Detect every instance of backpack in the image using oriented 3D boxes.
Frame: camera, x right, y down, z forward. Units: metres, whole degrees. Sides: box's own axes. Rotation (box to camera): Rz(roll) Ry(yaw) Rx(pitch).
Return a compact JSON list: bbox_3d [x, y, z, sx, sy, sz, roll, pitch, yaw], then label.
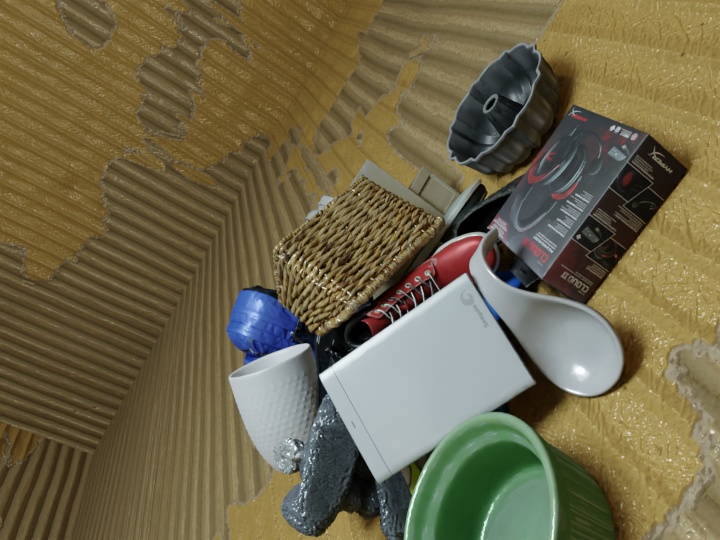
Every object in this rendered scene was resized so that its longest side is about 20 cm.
[{"bbox_3d":[-0.161,0.128,1.215,0.161,0.197,0.171,-12,53,60],"label":"backpack"}]

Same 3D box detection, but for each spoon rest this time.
[{"bbox_3d":[0.182,0.044,0.642,0.201,0.060,0.101,49,138,26],"label":"spoon rest"}]

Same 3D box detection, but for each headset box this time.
[{"bbox_3d":[0.244,-0.070,0.720,0.202,0.074,0.149,-56,25,15],"label":"headset box"}]

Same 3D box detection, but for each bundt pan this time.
[{"bbox_3d":[0.222,-0.232,0.944,0.202,0.075,0.205,-48,26,33],"label":"bundt pan"}]

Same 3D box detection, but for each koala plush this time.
[{"bbox_3d":[-0.022,0.252,0.823,0.200,0.173,0.189,135,144,-62],"label":"koala plush"}]

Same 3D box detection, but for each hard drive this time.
[{"bbox_3d":[0.067,0.115,0.668,0.198,0.134,0.027,-35,-13,10],"label":"hard drive"}]

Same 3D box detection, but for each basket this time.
[{"bbox_3d":[0.000,0.000,0.836,0.200,0.147,0.145,-42,-30,-34],"label":"basket"}]

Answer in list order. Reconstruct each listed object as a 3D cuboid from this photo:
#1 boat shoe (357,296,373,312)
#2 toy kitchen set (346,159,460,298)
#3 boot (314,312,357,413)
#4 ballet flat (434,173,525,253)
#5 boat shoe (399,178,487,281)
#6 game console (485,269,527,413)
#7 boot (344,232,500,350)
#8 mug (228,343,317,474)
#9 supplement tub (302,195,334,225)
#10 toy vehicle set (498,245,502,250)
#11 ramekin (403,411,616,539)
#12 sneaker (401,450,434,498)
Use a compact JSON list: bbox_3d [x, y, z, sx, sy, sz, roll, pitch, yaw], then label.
[{"bbox_3d":[-0.008,0.111,1.024,0.199,0.073,0.095,-34,67,43],"label":"boat shoe"},{"bbox_3d":[0.031,-0.067,1.052,0.202,0.161,0.180,-58,5,-23],"label":"toy kitchen set"},{"bbox_3d":[-0.015,0.168,0.892,0.168,0.074,0.206,151,111,-72],"label":"boot"},{"bbox_3d":[0.173,-0.068,0.815,0.199,0.067,0.057,-40,-7,0],"label":"ballet flat"},{"bbox_3d":[0.130,-0.042,0.883,0.201,0.060,0.076,-53,0,-17],"label":"boat shoe"},{"bbox_3d":[0.130,0.104,0.812,0.198,0.116,0.176,-16,85,53],"label":"game console"},{"bbox_3d":[0.073,0.031,0.750,0.198,0.073,0.144,-35,-3,28],"label":"boot"},{"bbox_3d":[-0.114,0.228,1.059,0.144,0.180,0.200,-18,4,20],"label":"mug"},{"bbox_3d":[-0.067,-0.030,1.255,0.204,0.143,0.144,-65,23,-5],"label":"supplement tub"},{"bbox_3d":[0.124,0.013,0.950,0.202,0.026,0.125,-55,24,18],"label":"toy vehicle set"},{"bbox_3d":[0.136,0.246,0.578,0.200,0.096,0.203,-46,28,33],"label":"ramekin"},{"bbox_3d":[0.073,0.190,0.712,0.080,0.203,0.074,-34,-4,18],"label":"sneaker"}]
